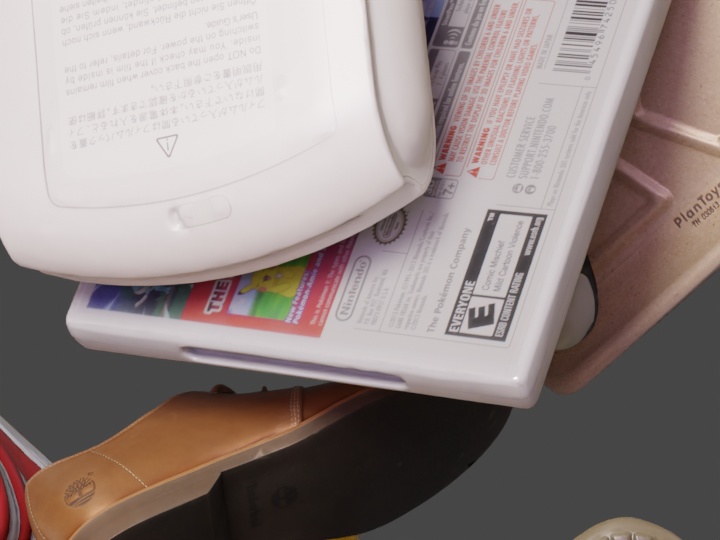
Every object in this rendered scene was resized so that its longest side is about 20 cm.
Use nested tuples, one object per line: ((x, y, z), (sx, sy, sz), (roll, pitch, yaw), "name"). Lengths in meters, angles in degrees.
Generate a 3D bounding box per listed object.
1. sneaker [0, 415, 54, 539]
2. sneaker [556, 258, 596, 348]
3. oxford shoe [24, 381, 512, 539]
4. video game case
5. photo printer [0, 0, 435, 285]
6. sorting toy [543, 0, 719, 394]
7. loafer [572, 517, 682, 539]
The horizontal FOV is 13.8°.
((-0.197, 0.054, 1.153), (0.200, 0.112, 0.071), (36, 91, 17), "sneaker")
((0.000, 0.000, 1.107), (0.199, 0.076, 0.076), (14, 40, 39), "sneaker")
((-0.033, 0.064, 1.120), (0.199, 0.072, 0.071), (-17, 44, -25), "oxford shoe")
((0.007, -0.049, 1.071), (0.181, 0.023, 0.201), (7, 60, 26), "video game case")
((-0.058, -0.097, 1.038), (0.165, 0.069, 0.201), (-12, 76, 21), "photo printer")
((0.081, -0.083, 1.137), (0.185, 0.036, 0.200), (-43, 82, 19), "sorting toy")
((0.067, 0.177, 1.058), (0.076, 0.067, 0.201), (31, 100, 5), "loafer")
